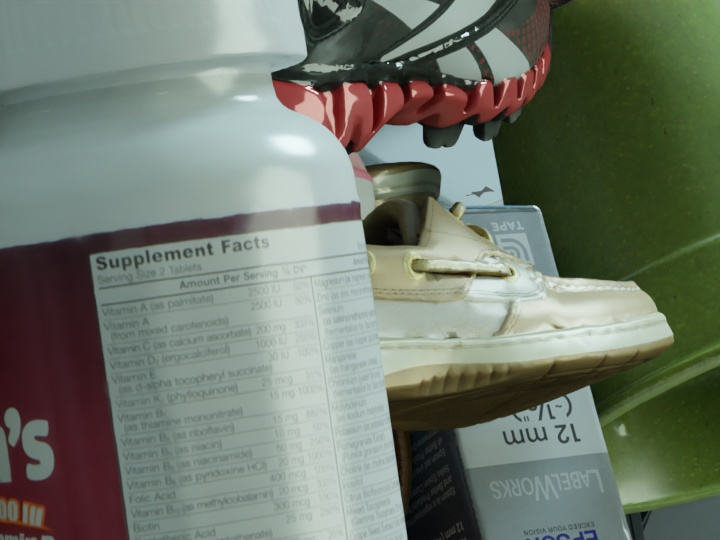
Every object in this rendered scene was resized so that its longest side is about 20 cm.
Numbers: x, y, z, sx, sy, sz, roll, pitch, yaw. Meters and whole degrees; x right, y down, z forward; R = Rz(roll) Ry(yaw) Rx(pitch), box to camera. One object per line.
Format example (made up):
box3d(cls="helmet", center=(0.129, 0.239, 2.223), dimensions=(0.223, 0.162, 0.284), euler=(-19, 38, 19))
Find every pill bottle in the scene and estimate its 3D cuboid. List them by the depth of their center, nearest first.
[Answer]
box3d(cls="pill bottle", center=(-0.049, 0.022, 0.689), dimensions=(0.110, 0.109, 0.200), euler=(-9, 90, -81))

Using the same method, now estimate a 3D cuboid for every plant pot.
box3d(cls="plant pot", center=(0.129, -0.031, 1.054), dimensions=(0.200, 0.200, 0.190), euler=(55, 16, -70))

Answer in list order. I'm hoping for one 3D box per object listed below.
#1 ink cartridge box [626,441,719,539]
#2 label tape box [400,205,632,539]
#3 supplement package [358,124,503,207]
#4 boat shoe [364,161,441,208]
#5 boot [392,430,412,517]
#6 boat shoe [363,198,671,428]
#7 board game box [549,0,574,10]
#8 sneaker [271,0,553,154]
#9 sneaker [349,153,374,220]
box3d(cls="ink cartridge box", center=(0.103, 0.116, 1.190), dimensions=(0.084, 0.199, 0.145), euler=(-79, 170, -63))
box3d(cls="label tape box", center=(0.033, 0.096, 0.983), dimensions=(0.143, 0.066, 0.200), euler=(-46, -125, 56))
box3d(cls="supplement package", center=(0.097, 0.018, 1.305), dimensions=(0.152, 0.150, 0.200), euler=(35, -39, 59))
box3d(cls="boat shoe", center=(0.000, 0.000, 1.098), dimensions=(0.200, 0.074, 0.069), euler=(60, 24, -83))
box3d(cls="boot", center=(-0.030, 0.097, 0.877), dimensions=(0.155, 0.074, 0.200), euler=(-28, 105, -74))
box3d(cls="boat shoe", center=(0.017, 0.011, 0.862), dimensions=(0.200, 0.074, 0.069), euler=(-4, 72, -42))
box3d(cls="board game box", center=(0.058, -0.171, 0.932), dimensions=(0.159, 0.200, 0.097), euler=(11, 67, -41))
box3d(cls="sneaker", center=(0.007, -0.087, 0.817), dimensions=(0.200, 0.071, 0.098), euler=(-18, 123, -58))
box3d(cls="sneaker", center=(-0.043, -0.067, 0.908), dimensions=(0.200, 0.075, 0.105), euler=(18, 70, -75))
